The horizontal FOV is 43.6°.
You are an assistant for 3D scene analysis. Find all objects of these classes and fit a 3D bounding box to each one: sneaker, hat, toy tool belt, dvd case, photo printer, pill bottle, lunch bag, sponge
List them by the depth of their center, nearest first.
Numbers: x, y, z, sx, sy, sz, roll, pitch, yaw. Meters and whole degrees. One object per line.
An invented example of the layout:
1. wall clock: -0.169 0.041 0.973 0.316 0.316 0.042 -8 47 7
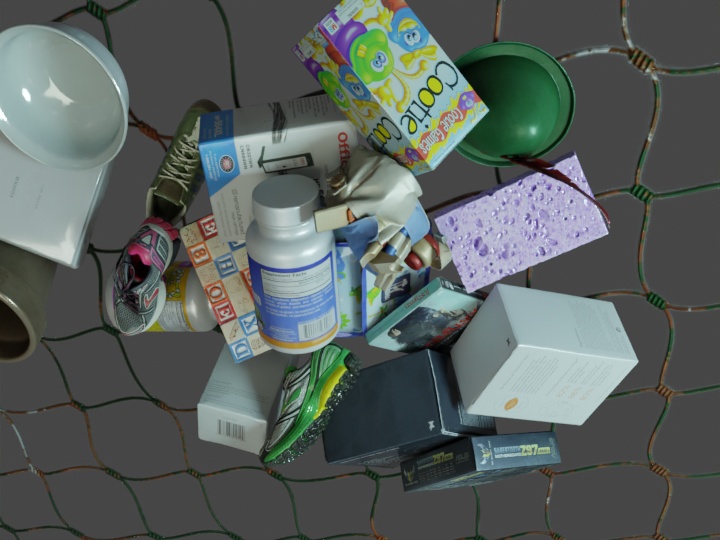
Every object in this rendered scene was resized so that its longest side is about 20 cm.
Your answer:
1. hat: 0.172 -0.151 1.037 0.196 0.178 0.168 -10 125 21
2. toy tool belt: 0.018 -0.042 1.086 0.124 0.123 0.201 30 161 42
3. pill bottle: -0.083 -0.009 1.106 0.109 0.113 0.204 3 124 11
4. sponge: 0.205 -0.061 1.154 0.197 0.030 0.113 -23 104 13
5. sneaker: -0.241 -0.128 1.216 0.066 0.091 0.201 27 129 -8
6. lunch bag: 0.000 0.000 1.243 0.195 0.129 0.173 1 131 1
7. sneaker: -0.312 0.016 1.243 0.079 0.075 0.202 27 128 4
8. photo printer: -0.461 -0.116 1.255 0.196 0.069 0.170 22 97 -3
9. dvd case: 0.121 0.074 1.260 0.145 0.022 0.198 -39 146 29
10. sneaker: -0.082 0.187 1.268 0.085 0.202 0.078 34 179 21
11. pill bottle: -0.273 0.038 1.349 0.195 0.105 0.106 -1 128 14

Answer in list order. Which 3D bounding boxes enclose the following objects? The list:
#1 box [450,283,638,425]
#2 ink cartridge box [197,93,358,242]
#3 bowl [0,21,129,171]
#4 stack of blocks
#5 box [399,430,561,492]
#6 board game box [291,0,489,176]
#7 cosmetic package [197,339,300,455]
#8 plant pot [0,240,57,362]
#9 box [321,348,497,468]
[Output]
1. box: 0.249 0.119 1.241 0.196 0.108 0.153 10 134 -23
2. ink cartridge box: -0.095 -0.130 1.142 0.195 0.085 0.149 -9 124 -1
3. bowl: -0.378 -0.238 1.163 0.196 0.091 0.204 7 129 9
4. stack of blocks: -0.159 0.010 1.256 0.113 0.059 0.204 -22 98 2
5. box: 0.172 0.282 1.323 0.155 0.052 0.200 1 158 -29
6. board game box: 0.032 -0.217 1.024 0.201 0.103 0.105 48 164 -12
7. cosmetic package: -0.164 0.166 1.361 0.110 0.202 0.082 13 130 7
8. plant pot: -0.533 0.005 1.331 0.195 0.177 0.203 11 140 9
9. box: 0.070 0.211 1.333 0.197 0.127 0.195 -20 160 26
